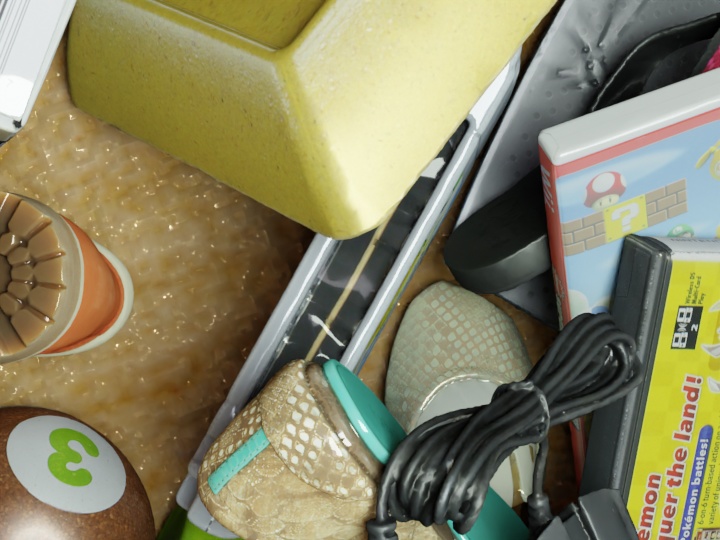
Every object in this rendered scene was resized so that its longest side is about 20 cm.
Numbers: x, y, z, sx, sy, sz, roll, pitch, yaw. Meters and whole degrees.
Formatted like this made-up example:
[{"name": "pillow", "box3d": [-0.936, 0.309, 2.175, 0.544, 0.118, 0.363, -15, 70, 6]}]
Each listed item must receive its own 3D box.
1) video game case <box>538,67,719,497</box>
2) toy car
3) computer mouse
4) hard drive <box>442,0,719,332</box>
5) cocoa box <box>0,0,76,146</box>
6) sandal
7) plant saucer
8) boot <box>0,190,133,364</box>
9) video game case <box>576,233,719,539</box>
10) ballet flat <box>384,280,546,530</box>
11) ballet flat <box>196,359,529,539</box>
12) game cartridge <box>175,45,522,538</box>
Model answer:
[{"name": "video game case", "box3d": [0.141, 0.007, 0.770, 0.143, 0.017, 0.200, -20, 133, -9]}, {"name": "toy car", "box3d": [-0.117, 0.127, 0.689, 0.164, 0.200, 0.158, 23, 85, -14]}, {"name": "computer mouse", "box3d": [0.057, 0.124, 0.661, 0.140, 0.046, 0.200, -24, 120, -48]}, {"name": "hard drive", "box3d": [0.125, -0.061, 0.830, 0.135, 0.042, 0.200, 30, 85, -13]}, {"name": "cocoa box", "box3d": [-0.189, -0.136, 0.703, 0.200, 0.131, 0.133, 22, 82, -14]}, {"name": "sandal", "box3d": [0.114, -0.060, 0.766, 0.200, 0.075, 0.045, -31, 109, -8]}, {"name": "plant saucer", "box3d": [-0.008, -0.124, 0.716, 0.200, 0.200, 0.048, -52, 128, -8]}, {"name": "boot", "box3d": [-0.180, 0.006, 0.739, 0.200, 0.107, 0.075, 3, 89, 13]}, {"name": "video game case", "box3d": [0.163, 0.087, 0.768, 0.181, 0.026, 0.200, 2, 107, -24]}, {"name": "ballet flat", "box3d": [0.046, 0.104, 0.802, 0.067, 0.062, 0.200, -1, 90, -16]}, {"name": "ballet flat", "box3d": [0.004, 0.085, 0.693, 0.065, 0.200, 0.071, -33, 55, 8]}, {"name": "game cartridge", "box3d": [0.000, 0.000, 0.750, 0.040, 0.133, 0.200, 29, 91, -1]}]
